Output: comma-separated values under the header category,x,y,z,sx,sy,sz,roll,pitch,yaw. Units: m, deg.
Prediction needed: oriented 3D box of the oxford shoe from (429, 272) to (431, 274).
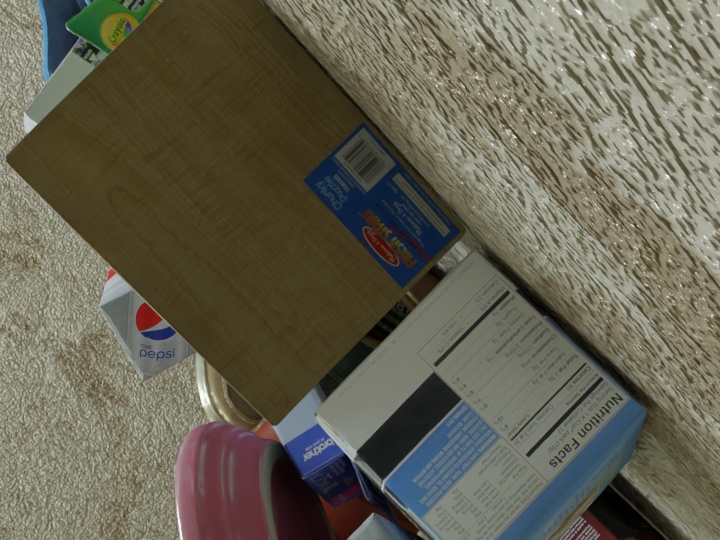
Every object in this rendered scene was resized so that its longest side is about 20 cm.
category,x,y,z,sx,sy,sz,roll,pitch,yaw
oxford shoe,0.000,0.000,1.005,0.200,0.071,0.071,45,178,24

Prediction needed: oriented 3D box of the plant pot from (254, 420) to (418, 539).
category,x,y,z,sx,sy,sz,roll,pitch,yaw
plant pot,0.014,0.147,1.225,0.200,0.196,0.201,34,-177,-2

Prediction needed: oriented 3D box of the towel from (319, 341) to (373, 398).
category,x,y,z,sx,sy,sz,roll,pitch,yaw
towel,0.042,0.090,0.995,0.147,0.022,0.200,43,-148,22

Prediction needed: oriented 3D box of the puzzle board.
category,x,y,z,sx,sy,sz,roll,pitch,yaw
puzzle board,-0.062,-0.039,0.676,0.200,0.151,0.017,46,175,-14

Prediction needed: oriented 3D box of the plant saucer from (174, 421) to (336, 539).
category,x,y,z,sx,sy,sz,roll,pitch,yaw
plant saucer,-0.053,0.189,0.821,0.201,0.051,0.202,-20,-90,-81

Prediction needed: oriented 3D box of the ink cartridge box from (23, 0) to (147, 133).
category,x,y,z,sx,sy,sz,roll,pitch,yaw
ink cartridge box,-0.098,-0.077,0.808,0.200,0.109,0.050,35,167,-8

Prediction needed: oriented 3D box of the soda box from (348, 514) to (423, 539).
category,x,y,z,sx,sy,sz,roll,pitch,yaw
soda box,0.032,0.211,0.811,0.068,0.063,0.200,45,179,24

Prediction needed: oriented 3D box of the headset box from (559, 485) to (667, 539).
category,x,y,z,sx,sy,sz,roll,pitch,yaw
headset box,0.167,0.206,1.067,0.200,0.077,0.149,43,-170,26

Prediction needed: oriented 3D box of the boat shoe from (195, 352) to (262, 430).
category,x,y,z,sx,sy,sz,roll,pitch,yaw
boat shoe,-0.074,0.039,1.010,0.074,0.069,0.201,41,-141,-30

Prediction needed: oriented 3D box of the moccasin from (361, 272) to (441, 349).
category,x,y,z,sx,sy,sz,roll,pitch,yaw
moccasin,-0.011,0.014,0.936,0.201,0.074,0.078,35,-152,32

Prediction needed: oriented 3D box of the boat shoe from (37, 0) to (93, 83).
category,x,y,z,sx,sy,sz,roll,pitch,yaw
boat shoe,-0.182,-0.187,0.906,0.084,0.068,0.201,36,-150,-53

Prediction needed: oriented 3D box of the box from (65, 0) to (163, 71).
category,x,y,z,sx,sy,sz,roll,pitch,yaw
box,-0.078,-0.081,0.732,0.200,0.048,0.117,48,-142,-14

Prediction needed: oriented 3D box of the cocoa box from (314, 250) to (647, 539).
category,x,y,z,sx,sy,sz,roll,pitch,yaw
cocoa box,0.077,0.100,0.764,0.131,0.133,0.200,43,175,17

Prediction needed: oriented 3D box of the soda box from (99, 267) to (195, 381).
category,x,y,z,sx,sy,sz,roll,pitch,yaw
soda box,-0.148,0.015,0.967,0.064,0.068,0.200,62,179,-14

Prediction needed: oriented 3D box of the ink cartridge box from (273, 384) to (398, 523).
category,x,y,z,sx,sy,sz,roll,pitch,yaw
ink cartridge box,-0.045,0.085,0.864,0.200,0.042,0.119,56,177,21
